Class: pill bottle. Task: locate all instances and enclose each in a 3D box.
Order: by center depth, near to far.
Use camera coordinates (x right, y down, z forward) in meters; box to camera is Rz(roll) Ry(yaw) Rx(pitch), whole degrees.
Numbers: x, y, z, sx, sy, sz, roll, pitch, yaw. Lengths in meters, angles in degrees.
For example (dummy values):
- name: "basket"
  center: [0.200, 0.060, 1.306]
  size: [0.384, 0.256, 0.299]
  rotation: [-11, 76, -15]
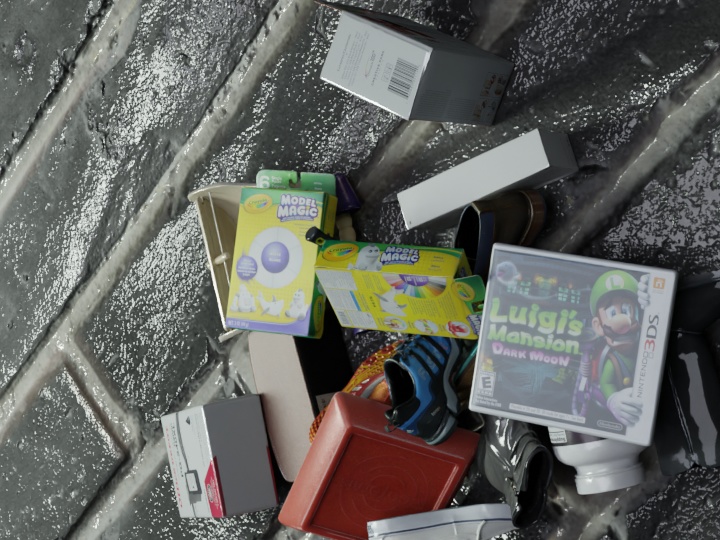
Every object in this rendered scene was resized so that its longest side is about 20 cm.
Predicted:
- name: "pill bottle"
  center: [0.256, 0.138, 1.375]
  size: [0.111, 0.112, 0.203]
  rotation: [-16, 83, 34]

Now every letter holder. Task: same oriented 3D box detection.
- name: "letter holder"
  center: [-0.088, 0.169, 1.622]
  size: [0.141, 0.100, 0.203]
  rotation: [-21, 81, 35]

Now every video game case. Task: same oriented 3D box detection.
- name: "video game case"
  center: [0.223, 0.076, 1.317]
  size: [0.198, 0.023, 0.184]
  rotation: [9, 92, 21]

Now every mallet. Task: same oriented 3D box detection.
- name: "mallet"
  center: [0.000, 0.000, 1.499]
  size: [0.066, 0.199, 0.041]
  rotation: [-49, 43, 23]

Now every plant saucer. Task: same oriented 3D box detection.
- name: "plant saucer"
  center: [0.026, 0.261, 1.498]
  size: [0.037, 0.197, 0.202]
  rotation: [-101, 33, -62]

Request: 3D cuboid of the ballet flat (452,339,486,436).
- name: "ballet flat"
  center: [0.129, 0.152, 1.499]
  size: [0.072, 0.068, 0.201]
  rotation: [39, 114, 5]

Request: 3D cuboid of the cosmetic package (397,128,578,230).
- name: "cosmetic package"
  center: [0.147, -0.104, 1.458]
  size: [0.199, 0.082, 0.051]
  rotation: [-23, 80, 32]

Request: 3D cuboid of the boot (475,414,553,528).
- name: "boot"
  center: [0.183, 0.176, 1.409]
  size: [0.132, 0.069, 0.203]
  rotation: [-127, 33, -66]

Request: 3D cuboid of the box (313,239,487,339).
- name: "box"
  center: [0.057, 0.022, 1.415]
  size: [0.198, 0.118, 0.049]
  rotation: [7, 54, 25]

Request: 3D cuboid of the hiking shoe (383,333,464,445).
- name: "hiking shoe"
  center: [0.070, 0.100, 1.458]
  size: [0.074, 0.086, 0.202]
  rotation: [-40, 40, 43]

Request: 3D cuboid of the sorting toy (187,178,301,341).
- name: "sorting toy"
  center: [-0.113, -0.031, 1.613]
  size: [0.179, 0.106, 0.203]
  rotation: [-22, 77, 38]

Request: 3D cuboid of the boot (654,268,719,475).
- name: "boot"
  center: [0.371, 0.106, 1.322]
  size: [0.164, 0.065, 0.203]
  rotation: [-18, 79, 42]

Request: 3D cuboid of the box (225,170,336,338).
- name: "box"
  center: [-0.095, -0.024, 1.535]
  size: [0.116, 0.048, 0.203]
  rotation: [4, 84, 21]

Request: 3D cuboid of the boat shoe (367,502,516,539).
- name: "boat shoe"
  center: [0.111, 0.322, 1.459]
  size: [0.199, 0.075, 0.087]
  rotation: [-7, 80, -7]

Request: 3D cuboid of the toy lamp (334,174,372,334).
- name: "toy lamp"
  center: [-0.012, -0.022, 1.586]
  size: [0.058, 0.058, 0.203]
  rotation: [-18, 82, 33]

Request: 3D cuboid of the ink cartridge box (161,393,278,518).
- name: "ink cartridge box"
  center: [-0.190, 0.249, 1.651]
  size: [0.200, 0.082, 0.147]
  rotation: [-24, 76, 63]

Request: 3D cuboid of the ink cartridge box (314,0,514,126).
- name: "ink cartridge box"
  center: [0.052, -0.239, 1.445]
  size: [0.175, 0.199, 0.085]
  rotation: [30, 109, 29]

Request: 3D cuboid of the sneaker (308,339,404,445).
- name: "sneaker"
  center: [0.020, 0.161, 1.538]
  size: [0.200, 0.077, 0.073]
  rotation: [-44, 28, -10]

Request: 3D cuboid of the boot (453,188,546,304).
- name: "boot"
  center: [0.133, -0.008, 1.446]
  size: [0.075, 0.096, 0.202]
  rotation: [47, 128, 39]
